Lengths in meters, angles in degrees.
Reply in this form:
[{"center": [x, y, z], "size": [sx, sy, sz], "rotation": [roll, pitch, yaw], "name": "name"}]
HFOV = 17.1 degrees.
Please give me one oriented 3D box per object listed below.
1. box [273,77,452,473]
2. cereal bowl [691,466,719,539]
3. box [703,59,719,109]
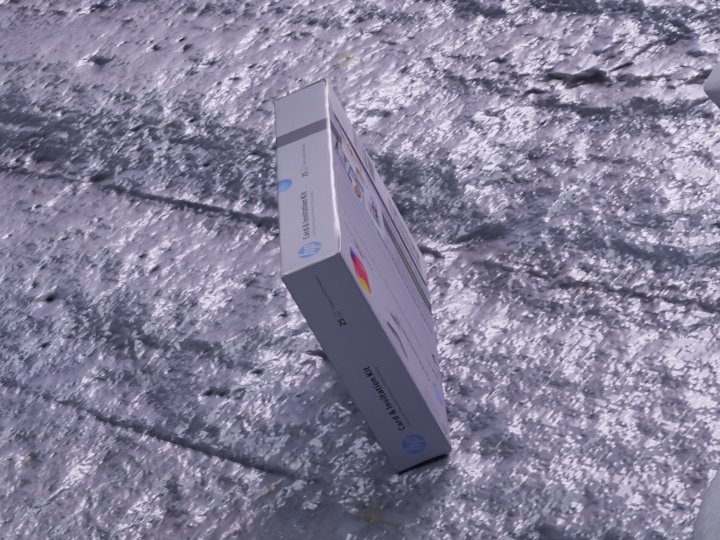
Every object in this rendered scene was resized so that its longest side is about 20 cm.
[{"center": [0.000, 0.000, 1.426], "size": [0.041, 0.156, 0.200], "rotation": [-23, 32, 10], "name": "box"}, {"center": [0.249, 0.113, 1.145], "size": [0.200, 0.083, 0.200], "rotation": [-19, 33, 13], "name": "cereal bowl"}, {"center": [0.335, -0.135, 1.326], "size": [0.200, 0.131, 0.199], "rotation": [-53, 22, -19], "name": "box"}]
